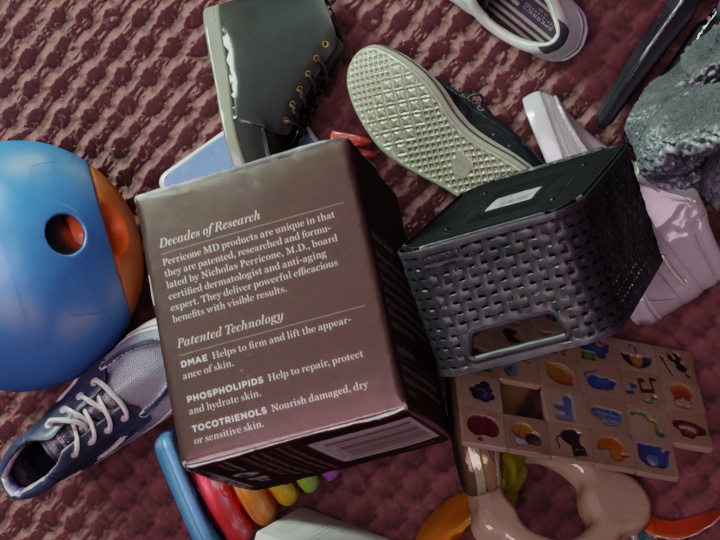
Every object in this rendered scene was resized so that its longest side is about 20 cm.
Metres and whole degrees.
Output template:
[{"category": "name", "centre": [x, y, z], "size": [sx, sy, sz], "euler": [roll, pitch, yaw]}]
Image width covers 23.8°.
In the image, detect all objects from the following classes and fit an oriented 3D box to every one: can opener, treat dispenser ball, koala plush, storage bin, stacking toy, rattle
[{"category": "can opener", "centre": [0.248, -0.183, 1.298], "size": [0.063, 0.079, 0.200], "euler": [43, 112, 5]}, {"category": "treat dispenser ball", "centre": [-0.275, -0.003, 1.374], "size": [0.199, 0.201, 0.203], "euler": [1, 92, 15]}, {"category": "koala plush", "centre": [0.309, -0.072, 1.219], "size": [0.200, 0.178, 0.183], "euler": [46, 148, -19]}, {"category": "storage bin", "centre": [0.123, -0.011, 1.201], "size": [0.134, 0.200, 0.094], "euler": [-15, 100, 23]}, {"category": "stacking toy", "centre": [-0.056, 0.144, 1.383], "size": [0.199, 0.116, 0.110], "euler": [-24, 90, 1]}, {"category": "rattle", "centre": [0.162, 0.213, 1.338], "size": [0.199, 0.131, 0.144], "euler": [13, 121, -17]}]

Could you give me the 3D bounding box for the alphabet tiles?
[{"category": "alphabet tiles", "centre": [0.164, 0.082, 1.277], "size": [0.198, 0.168, 0.008], "euler": [11, 132, -12]}]

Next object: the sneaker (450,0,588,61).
[{"category": "sneaker", "centre": [0.092, -0.236, 1.332], "size": [0.199, 0.071, 0.073], "euler": [35, 100, 14]}]

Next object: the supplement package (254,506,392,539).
[{"category": "supplement package", "centre": [0.010, 0.283, 1.348], "size": [0.199, 0.120, 0.122], "euler": [18, 96, 14]}]

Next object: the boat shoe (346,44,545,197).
[{"category": "boat shoe", "centre": [0.072, -0.105, 1.347], "size": [0.200, 0.062, 0.075], "euler": [39, 115, 12]}]

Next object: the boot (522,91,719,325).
[{"category": "boot", "centre": [0.208, -0.065, 1.311], "size": [0.095, 0.074, 0.201], "euler": [-29, 93, 13]}]

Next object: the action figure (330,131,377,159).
[{"category": "action figure", "centre": [0.000, 0.000, 1.348], "size": [0.098, 0.065, 0.201], "euler": [13, 81, 12]}]

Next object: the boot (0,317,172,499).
[{"category": "boot", "centre": [-0.205, 0.115, 1.347], "size": [0.073, 0.090, 0.200], "euler": [48, 125, 3]}]

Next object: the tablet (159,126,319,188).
[{"category": "tablet", "centre": [-0.059, -0.031, 1.395], "size": [0.130, 0.014, 0.201], "euler": [-35, 82, -5]}]

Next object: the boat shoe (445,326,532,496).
[{"category": "boat shoe", "centre": [0.103, 0.081, 1.297], "size": [0.076, 0.072, 0.201], "euler": [-1, 50, -1]}]

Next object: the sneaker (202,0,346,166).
[{"category": "sneaker", "centre": [-0.055, -0.131, 1.361], "size": [0.105, 0.075, 0.201], "euler": [-15, 79, 7]}]

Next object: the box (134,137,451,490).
[{"category": "box", "centre": [-0.045, 0.038, 1.229], "size": [0.163, 0.166, 0.201], "euler": [-16, 74, 11]}]
